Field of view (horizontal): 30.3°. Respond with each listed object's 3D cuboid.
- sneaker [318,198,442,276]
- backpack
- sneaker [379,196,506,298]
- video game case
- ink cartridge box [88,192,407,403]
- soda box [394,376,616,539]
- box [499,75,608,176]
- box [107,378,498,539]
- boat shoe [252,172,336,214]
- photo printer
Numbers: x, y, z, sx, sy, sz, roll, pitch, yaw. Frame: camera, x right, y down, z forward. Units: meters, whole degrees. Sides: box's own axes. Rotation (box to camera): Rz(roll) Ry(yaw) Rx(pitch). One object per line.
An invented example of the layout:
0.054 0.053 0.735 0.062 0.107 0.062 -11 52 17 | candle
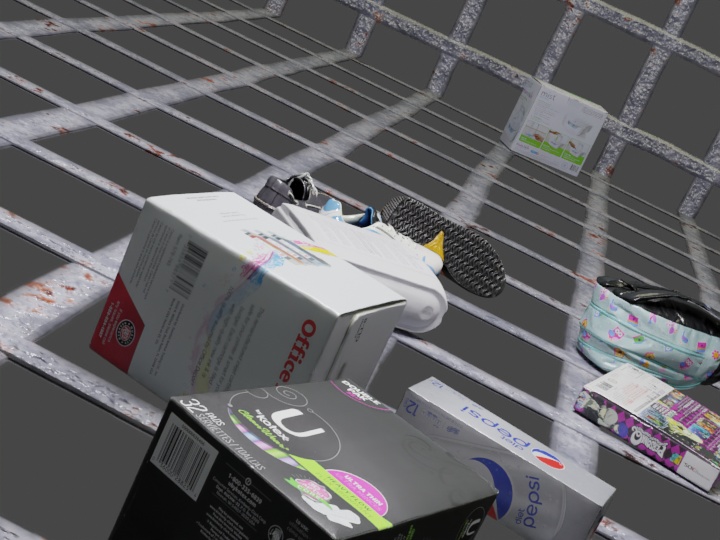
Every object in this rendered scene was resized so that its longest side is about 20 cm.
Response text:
0.030 -0.037 1.719 0.198 0.073 0.072 18 15 -31 | sneaker
0.390 0.084 1.780 0.198 0.128 0.167 16 6 -27 | backpack
0.112 -0.032 1.835 0.199 0.070 0.090 34 -8 -4 | sneaker
0.362 0.181 1.584 0.180 0.036 0.200 31 16 20 | video game case
-0.092 0.045 1.115 0.199 0.146 0.144 32 16 20 | ink cartridge box
0.121 0.174 1.175 0.199 0.064 0.068 30 15 17 | soda box
0.472 -0.351 3.246 0.198 0.178 0.097 18 17 -20 | box
-0.035 0.163 0.854 0.148 0.125 0.199 35 17 29 | box
-0.075 -0.095 1.755 0.072 0.063 0.199 31 16 21 | boat shoe
0.000 0.000 1.549 0.198 0.070 0.167 17 17 -29 | photo printer
